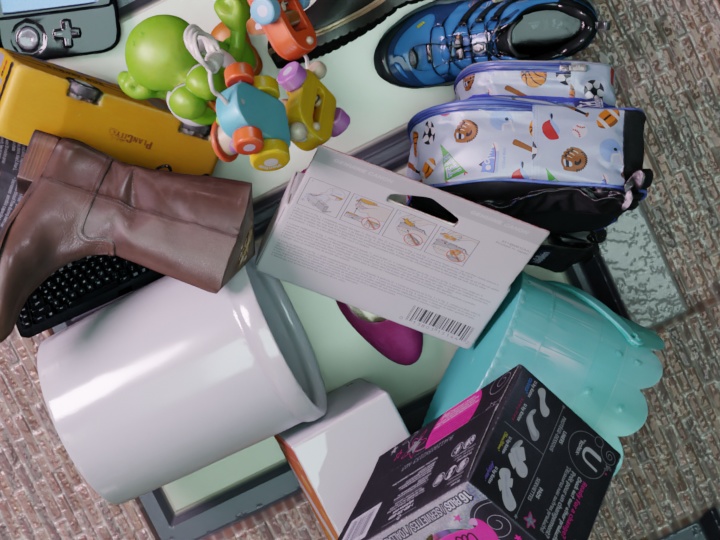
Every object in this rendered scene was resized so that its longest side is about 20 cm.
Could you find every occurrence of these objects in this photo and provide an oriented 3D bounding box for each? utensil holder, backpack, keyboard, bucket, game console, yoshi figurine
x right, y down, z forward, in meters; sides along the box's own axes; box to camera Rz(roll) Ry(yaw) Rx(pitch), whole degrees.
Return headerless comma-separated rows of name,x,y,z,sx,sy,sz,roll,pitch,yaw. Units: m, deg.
utensil holder,-0.151,0.089,1.477,0.199,0.170,0.171,-27,99,7
backpack,0.131,-0.094,1.437,0.189,0.200,0.155,-4,74,-7
keyboard,-0.200,-0.015,1.441,0.199,0.040,0.105,-27,130,-23
bucket,0.149,0.107,1.466,0.134,0.207,0.208,30,98,-6
game console,-0.301,-0.271,1.439,0.171,0.119,0.202,-7,100,1
yoshi figurine,-0.141,-0.173,1.414,0.111,0.200,0.113,6,101,0

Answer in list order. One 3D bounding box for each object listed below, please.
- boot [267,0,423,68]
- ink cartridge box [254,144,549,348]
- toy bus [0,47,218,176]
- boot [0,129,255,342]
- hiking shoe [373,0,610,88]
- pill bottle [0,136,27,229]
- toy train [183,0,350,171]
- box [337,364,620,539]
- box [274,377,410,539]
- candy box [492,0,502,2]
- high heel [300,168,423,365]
boot,-0.014,-0.273,1.470,0.199,0.077,0.139,-30,93,-6
ink cartridge box,0.033,-0.029,1.403,0.199,0.045,0.177,20,140,-9
toy bus,-0.217,-0.124,1.460,0.199,0.078,0.066,16,102,-33
boot,-0.188,-0.005,1.375,0.198,0.064,0.188,16,80,-6
hiking shoe,0.107,-0.201,1.468,0.198,0.087,0.075,-14,99,2
pill bottle,-0.284,-0.057,1.469,0.199,0.106,0.107,21,99,-23
toy train,-0.081,-0.151,1.339,0.055,0.200,0.151,-26,99,30
box,0.086,0.189,1.339,0.115,0.133,0.200,40,137,-10
box,0.016,0.208,1.508,0.097,0.124,0.201,-28,97,-9
candy box,0.143,-0.337,1.438,0.114,0.055,0.202,-13,85,2
high heel,0.000,0.000,1.497,0.067,0.096,0.201,-23,99,3
